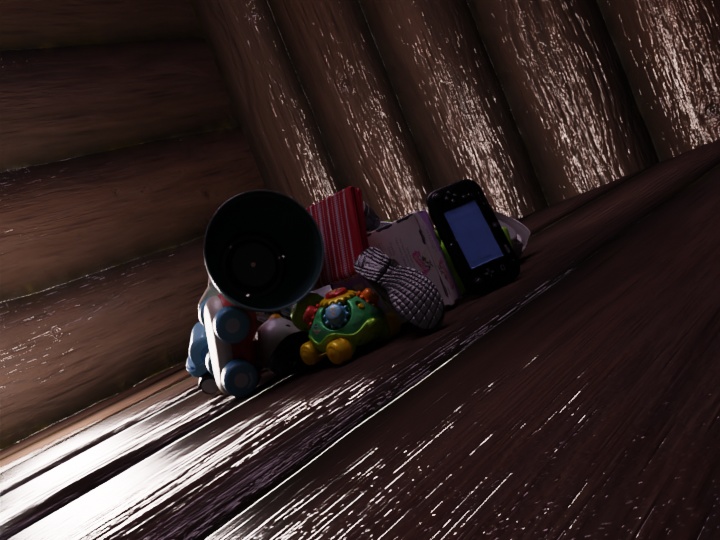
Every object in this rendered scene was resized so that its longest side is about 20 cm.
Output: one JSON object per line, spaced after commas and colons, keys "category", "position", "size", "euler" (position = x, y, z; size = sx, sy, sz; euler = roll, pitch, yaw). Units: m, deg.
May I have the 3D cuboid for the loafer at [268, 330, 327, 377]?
{"category": "loafer", "position": [-0.086, 0.135, 1.416], "size": [0.200, 0.068, 0.071], "euler": [-32, -23, -47]}

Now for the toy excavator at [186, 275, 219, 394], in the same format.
{"category": "toy excavator", "position": [-0.287, 0.118, 1.604], "size": [0.193, 0.201, 0.100], "euler": [-30, 32, 12]}

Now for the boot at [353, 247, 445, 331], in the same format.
{"category": "boot", "position": [0.082, 0.046, 1.269], "size": [0.068, 0.200, 0.131], "euler": [-47, -42, -3]}

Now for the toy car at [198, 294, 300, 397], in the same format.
{"category": "toy car", "position": [-0.172, 0.119, 1.463], "size": [0.197, 0.180, 0.184], "euler": [-10, 7, -20]}

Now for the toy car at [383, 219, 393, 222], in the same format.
{"category": "toy car", "position": [0.062, 0.005, 1.916], "size": [0.163, 0.199, 0.159], "euler": [-26, 42, 37]}

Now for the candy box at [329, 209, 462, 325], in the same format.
{"category": "candy box", "position": [0.051, 0.011, 1.412], "size": [0.198, 0.170, 0.071], "euler": [-23, -1, 24]}

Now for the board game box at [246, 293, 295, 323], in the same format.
{"category": "board game box", "position": [-0.118, 0.089, 1.560], "size": [0.199, 0.035, 0.126], "euler": [27, -28, -29]}

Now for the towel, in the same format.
{"category": "towel", "position": [-0.060, -0.047, 1.398], "size": [0.022, 0.147, 0.199], "euler": [3, -16, -44]}

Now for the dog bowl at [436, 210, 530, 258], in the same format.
{"category": "dog bowl", "position": [0.245, -0.071, 1.662], "size": [0.197, 0.059, 0.201], "euler": [12, 24, -5]}

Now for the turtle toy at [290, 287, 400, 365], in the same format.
{"category": "turtle toy", "position": [-0.040, 0.082, 1.326], "size": [0.145, 0.102, 0.199], "euler": [-24, 10, -38]}

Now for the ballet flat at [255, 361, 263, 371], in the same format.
{"category": "ballet flat", "position": [-0.227, 0.186, 1.697], "size": [0.198, 0.057, 0.066], "euler": [-23, 0, 29]}

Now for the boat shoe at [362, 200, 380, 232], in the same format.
{"category": "boat shoe", "position": [-0.044, -0.059, 1.459], "size": [0.199, 0.062, 0.073], "euler": [-31, 41, 40]}

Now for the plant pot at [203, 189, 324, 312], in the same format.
{"category": "plant pot", "position": [-0.173, -0.021, 1.383], "size": [0.198, 0.202, 0.134], "euler": [-23, -4, -20]}

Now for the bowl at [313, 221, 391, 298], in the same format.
{"category": "bowl", "position": [0.000, 0.000, 1.578], "size": [0.197, 0.075, 0.201], "euler": [-1, 49, 15]}

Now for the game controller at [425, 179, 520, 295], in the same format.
{"category": "game controller", "position": [0.190, -0.059, 1.387], "size": [0.103, 0.202, 0.042], "euler": [-24, -17, -1]}

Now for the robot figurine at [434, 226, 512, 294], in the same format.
{"category": "robot figurine", "position": [0.179, -0.017, 1.482], "size": [0.199, 0.117, 0.174], "euler": [-24, -17, 37]}
